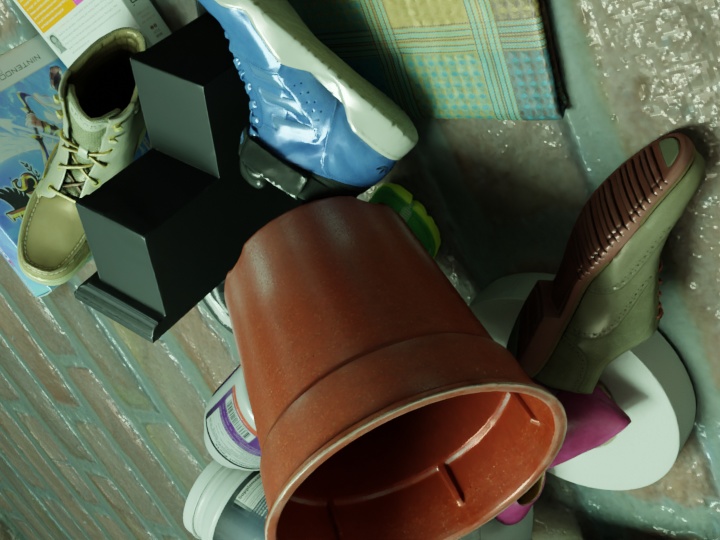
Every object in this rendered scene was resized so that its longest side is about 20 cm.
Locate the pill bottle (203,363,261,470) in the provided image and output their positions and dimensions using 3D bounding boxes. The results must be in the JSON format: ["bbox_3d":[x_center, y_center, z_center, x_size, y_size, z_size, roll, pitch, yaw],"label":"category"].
[{"bbox_3d":[-0.110,0.159,1.002,0.111,0.111,0.200,45,146,0],"label":"pill bottle"}]

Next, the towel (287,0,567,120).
[{"bbox_3d":[0.034,-0.167,0.603,0.200,0.022,0.147,8,132,38],"label":"towel"}]

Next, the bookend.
[{"bbox_3d":[-0.144,-0.087,0.709,0.092,0.200,0.199,25,141,25],"label":"bookend"}]

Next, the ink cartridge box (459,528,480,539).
[{"bbox_3d":[0.024,0.180,0.763,0.146,0.083,0.201,-2,87,49],"label":"ink cartridge box"}]

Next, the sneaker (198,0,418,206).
[{"bbox_3d":[-0.068,-0.120,0.625,0.200,0.077,0.111,40,112,-13],"label":"sneaker"}]

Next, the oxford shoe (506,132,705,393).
[{"bbox_3d":[0.170,0.001,0.587,0.075,0.071,0.200,23,127,-6],"label":"oxford shoe"}]

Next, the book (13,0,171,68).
[{"bbox_3d":[-0.263,-0.264,0.785,0.133,0.048,0.200,-10,120,48],"label":"book"}]

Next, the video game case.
[{"bbox_3d":[-0.293,-0.108,0.853,0.045,0.181,0.200,-14,116,51],"label":"video game case"}]

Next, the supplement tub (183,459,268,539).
[{"bbox_3d":[-0.113,0.331,1.154,0.200,0.140,0.141,25,141,26],"label":"supplement tub"}]

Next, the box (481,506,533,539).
[{"bbox_3d":[0.056,0.219,0.862,0.200,0.097,0.125,-2,88,46],"label":"box"}]

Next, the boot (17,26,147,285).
[{"bbox_3d":[-0.234,-0.094,0.758,0.072,0.200,0.155,25,160,-9],"label":"boot"}]

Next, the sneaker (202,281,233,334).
[{"bbox_3d":[-0.123,-0.007,0.879,0.083,0.072,0.200,-32,110,37],"label":"sneaker"}]

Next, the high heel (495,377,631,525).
[{"bbox_3d":[0.153,0.155,0.709,0.096,0.067,0.200,25,135,27],"label":"high heel"}]

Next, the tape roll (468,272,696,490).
[{"bbox_3d":[0.163,0.092,0.720,0.203,0.037,0.203,27,142,23],"label":"tape roll"}]

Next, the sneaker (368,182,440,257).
[{"bbox_3d":[0.000,0.000,0.751,0.074,0.084,0.200,44,144,2],"label":"sneaker"}]

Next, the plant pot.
[{"bbox_3d":[0.004,0.066,0.612,0.201,0.200,0.195,93,157,-47],"label":"plant pot"}]
